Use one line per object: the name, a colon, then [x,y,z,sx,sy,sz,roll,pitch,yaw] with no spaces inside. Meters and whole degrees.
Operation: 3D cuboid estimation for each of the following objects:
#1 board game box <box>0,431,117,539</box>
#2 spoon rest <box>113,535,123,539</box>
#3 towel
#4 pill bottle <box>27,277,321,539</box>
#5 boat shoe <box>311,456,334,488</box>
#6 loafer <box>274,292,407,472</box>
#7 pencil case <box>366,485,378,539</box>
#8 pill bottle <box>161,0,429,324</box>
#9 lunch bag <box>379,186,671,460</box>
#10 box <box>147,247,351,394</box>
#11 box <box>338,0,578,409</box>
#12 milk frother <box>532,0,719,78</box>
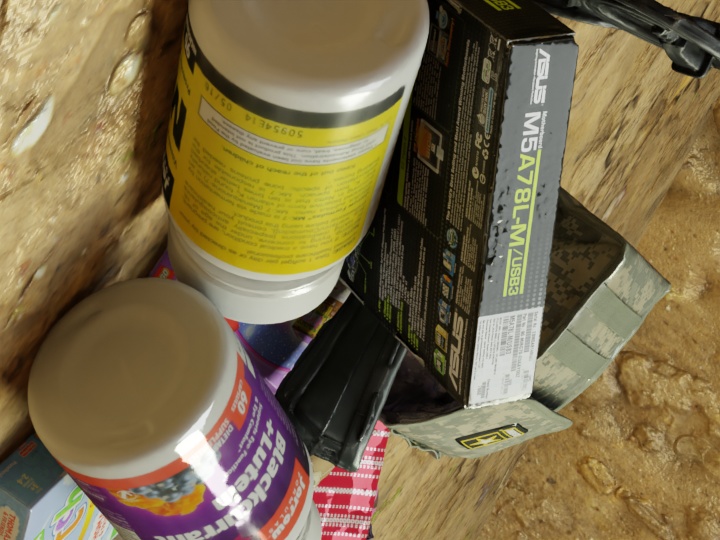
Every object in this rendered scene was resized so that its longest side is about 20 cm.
board game box: [-0.155,0.116,1.221,0.200,0.036,0.152,-45,163,-43]
spoon rest: [-0.133,0.168,1.356,0.201,0.099,0.061,-68,152,-23]
towel: [-0.037,0.167,1.474,0.144,0.022,0.202,12,90,-49]
pill bottle: [-0.089,0.101,1.121,0.112,0.111,0.200,-53,146,-18]
boat shoe: [-0.065,0.129,1.348,0.200,0.071,0.065,-9,112,-64]
loafer: [0.026,0.024,1.210,0.201,0.070,0.068,-55,178,-14]
pencil case: [-0.076,0.186,1.520,0.199,0.091,0.094,-20,165,-43]
pill bottle: [-0.039,-0.068,1.034,0.114,0.114,0.201,-49,165,-35]
lunch bag: [0.098,0.045,1.396,0.200,0.117,0.164,-50,158,3]
box: [-0.032,0.001,1.230,0.137,0.039,0.200,-58,145,-10]
box: [0.035,-0.062,1.075,0.047,0.193,0.202,-8,119,-23]
milk frother: [0.161,-0.226,1.181,0.180,0.199,0.190,-17,128,-58]
